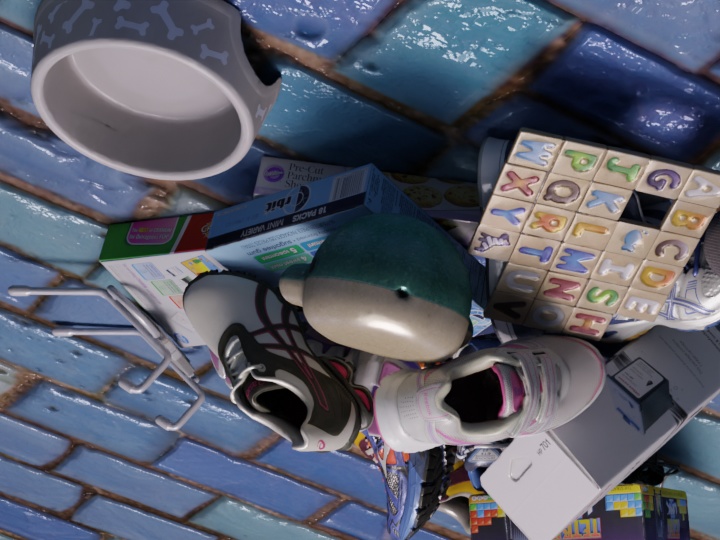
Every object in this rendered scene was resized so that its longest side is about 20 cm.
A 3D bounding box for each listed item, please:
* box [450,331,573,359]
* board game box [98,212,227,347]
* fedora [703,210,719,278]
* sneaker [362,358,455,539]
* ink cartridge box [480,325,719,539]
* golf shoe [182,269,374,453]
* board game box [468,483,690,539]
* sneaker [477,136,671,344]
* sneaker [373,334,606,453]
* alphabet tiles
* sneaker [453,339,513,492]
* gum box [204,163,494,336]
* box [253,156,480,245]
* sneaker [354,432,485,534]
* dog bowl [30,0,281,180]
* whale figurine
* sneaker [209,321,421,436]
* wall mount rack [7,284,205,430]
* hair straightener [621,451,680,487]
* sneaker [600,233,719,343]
[{"bbox_3d":[0.110,0.095,1.777,0.199,0.049,0.161,0,149,19],"label":"box"},{"bbox_3d":[-0.110,0.007,1.716,0.199,0.040,0.153,-6,145,26],"label":"board game box"},{"bbox_3d":[0.332,-0.014,1.450,0.199,0.178,0.090,2,-176,-24],"label":"fedora"},{"bbox_3d":[0.038,0.152,1.737,0.078,0.075,0.201,12,112,27],"label":"sneaker"},{"bbox_3d":[0.216,0.132,1.653,0.086,0.200,0.147,48,149,10],"label":"ink cartridge box"},{"bbox_3d":[-0.078,0.070,1.538,0.200,0.088,0.077,39,117,22],"label":"golf shoe"},{"bbox_3d":[0.210,0.237,1.813,0.165,0.057,0.200,-5,170,21],"label":"board game box"},{"bbox_3d":[0.173,-0.013,1.523,0.145,0.077,0.203,2,129,13],"label":"sneaker"},{"bbox_3d":[0.115,0.097,1.489,0.199,0.082,0.088,-14,180,-27],"label":"sneaker"},{"bbox_3d":[0.169,-0.020,1.461,0.166,0.008,0.200,11,136,-10],"label":"alphabet tiles"},{"bbox_3d":[0.119,0.134,1.709,0.077,0.086,0.200,4,146,12],"label":"sneaker"},{"bbox_3d":[0.000,0.000,1.588,0.169,0.045,0.200,-15,139,36],"label":"gum box"},{"bbox_3d":[0.013,-0.056,1.575,0.199,0.042,0.039,8,149,7],"label":"box"},{"bbox_3d":[0.047,0.178,1.802,0.199,0.090,0.075,25,148,-23],"label":"sneaker"},{"bbox_3d":[-0.163,-0.142,1.479,0.199,0.059,0.200,9,149,6],"label":"dog bowl"},{"bbox_3d":[0.017,0.013,1.493,0.158,0.104,0.200,16,172,-7],"label":"whale figurine"},{"bbox_3d":[-0.031,0.080,1.617,0.199,0.081,0.088,18,-164,19],"label":"sneaker"},{"bbox_3d":[-0.233,0.065,1.807,0.174,0.075,0.200,40,171,24],"label":"wall mount rack"},{"bbox_3d":[0.260,0.196,1.861,0.077,0.041,0.200,-5,159,31],"label":"hair straightener"},{"bbox_3d":[0.238,0.005,1.566,0.088,0.076,0.200,34,142,-31],"label":"sneaker"}]
